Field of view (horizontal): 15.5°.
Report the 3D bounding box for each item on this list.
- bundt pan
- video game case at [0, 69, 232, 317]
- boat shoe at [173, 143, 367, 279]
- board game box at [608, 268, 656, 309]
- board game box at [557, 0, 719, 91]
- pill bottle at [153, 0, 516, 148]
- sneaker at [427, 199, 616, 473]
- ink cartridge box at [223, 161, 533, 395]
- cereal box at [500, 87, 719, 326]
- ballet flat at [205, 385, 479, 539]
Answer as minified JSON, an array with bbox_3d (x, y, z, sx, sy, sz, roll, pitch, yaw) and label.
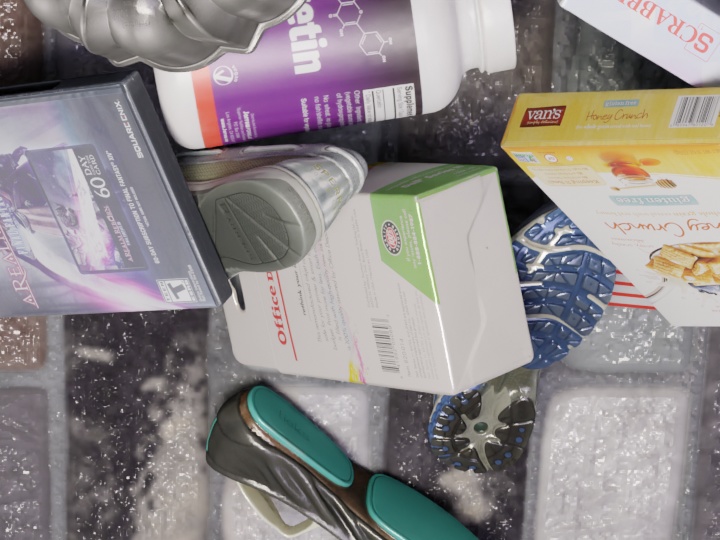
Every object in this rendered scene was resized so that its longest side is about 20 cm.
[{"bbox_3d":[-0.113,-0.203,1.372,0.200,0.076,0.204,2,96,16],"label":"bundt pan"},{"bbox_3d":[-0.178,-0.039,1.498,0.199,0.019,0.144,-4,120,36],"label":"video game case"},{"bbox_3d":[-0.072,-0.037,1.492,0.065,0.201,0.075,-37,106,-30],"label":"boat shoe"},{"bbox_3d":[0.237,-0.032,1.540,0.198,0.047,0.152,5,145,-6],"label":"board game box"},{"bbox_3d":[0.185,-0.142,1.438,0.199,0.200,0.041,28,109,-17],"label":"board game box"},{"bbox_3d":[-0.017,-0.136,1.473,0.198,0.113,0.113,-9,115,0],"label":"pill bottle"},{"bbox_3d":[0.087,0.022,1.558,0.077,0.086,0.201,17,127,-15],"label":"sneaker"},{"bbox_3d":[0.000,0.000,1.517,0.067,0.199,0.118,-22,107,-37],"label":"ink cartridge box"},{"bbox_3d":[0.186,-0.030,1.431,0.143,0.040,0.200,0,150,40],"label":"cereal box"},{"bbox_3d":[-0.012,0.147,1.634,0.200,0.068,0.068,37,117,-8],"label":"ballet flat"}]
